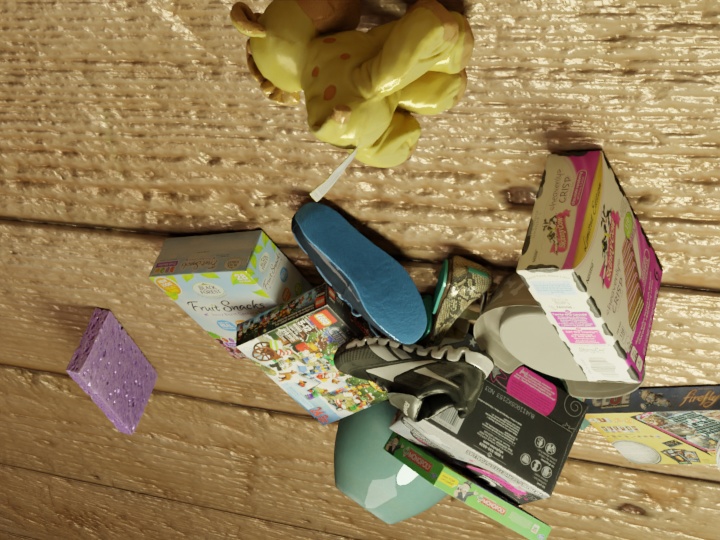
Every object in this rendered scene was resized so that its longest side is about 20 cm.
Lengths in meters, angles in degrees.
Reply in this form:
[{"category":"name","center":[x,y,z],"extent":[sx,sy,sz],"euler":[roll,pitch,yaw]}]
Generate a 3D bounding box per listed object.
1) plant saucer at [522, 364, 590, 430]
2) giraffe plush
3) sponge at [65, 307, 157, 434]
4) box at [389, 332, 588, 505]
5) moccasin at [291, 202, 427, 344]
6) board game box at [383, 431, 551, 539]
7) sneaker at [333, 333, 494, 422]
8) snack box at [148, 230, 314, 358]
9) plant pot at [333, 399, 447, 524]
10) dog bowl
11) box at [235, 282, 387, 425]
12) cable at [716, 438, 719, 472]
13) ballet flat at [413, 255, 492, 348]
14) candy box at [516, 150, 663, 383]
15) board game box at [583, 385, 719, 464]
[{"category":"plant saucer","center":[0.239,0.149,1.620],"extent":[0.069,0.019,0.201],"euler":[6,150,28]},{"category":"giraffe plush","center":[-0.021,-0.180,1.098],"extent":[0.162,0.199,0.173],"euler":[44,162,19]},{"category":"sponge","center":[-0.378,0.158,1.967],"extent":[0.029,0.113,0.201],"euler":[7,149,21]},{"category":"box","center":[0.156,0.184,1.585],"extent":[0.198,0.133,0.115],"euler":[30,160,-4]},{"category":"moccasin","center":[0.000,0.000,1.464],"extent":[0.201,0.080,0.068],"euler":[51,160,-8]},{"category":"board game box","center":[0.136,0.279,1.636],"extent":[0.199,0.029,0.134],"euler":[33,175,-30]},{"category":"sneaker","center":[0.052,0.129,1.490],"extent":[0.197,0.092,0.067],"euler":[5,151,23]},{"category":"snack box","center":[-0.145,0.036,1.635],"extent":[0.167,0.068,0.200],"euler":[-3,142,36]},{"category":"plant pot","center":[0.039,0.269,1.772],"extent":[0.199,0.136,0.200],"euler":[34,173,4]},{"category":"dog bowl","center":[0.230,0.070,1.444],"extent":[0.197,0.059,0.201],"euler":[17,153,9]},{"category":"box","center":[-0.045,0.109,1.603],"extent":[0.135,0.038,0.200],"euler":[-24,134,22]},{"category":"cable","center":[0.513,0.230,1.472],"extent":[0.198,0.070,0.200],"euler":[-14,135,25]},{"category":"ballet flat","center":[0.104,0.048,1.493],"extent":[0.074,0.069,0.200],"euler":[14,150,-10]},{"category":"candy box","center":[0.227,0.000,1.237],"extent":[0.060,0.138,0.200],"euler":[-2,145,33]},{"category":"board game box","center":[0.390,0.192,1.573],"extent":[0.198,0.035,0.135],"euler":[-7,141,42]}]
